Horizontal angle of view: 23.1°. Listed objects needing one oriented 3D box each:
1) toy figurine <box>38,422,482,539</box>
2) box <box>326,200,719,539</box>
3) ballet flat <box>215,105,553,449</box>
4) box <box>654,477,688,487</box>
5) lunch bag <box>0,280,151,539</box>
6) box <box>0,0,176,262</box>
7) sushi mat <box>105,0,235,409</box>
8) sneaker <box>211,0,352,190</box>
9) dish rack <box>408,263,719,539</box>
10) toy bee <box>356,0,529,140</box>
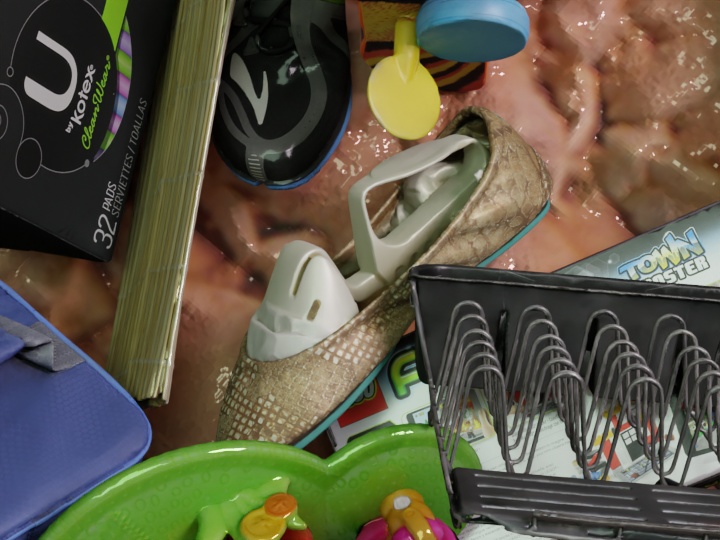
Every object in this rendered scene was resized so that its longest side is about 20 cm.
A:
[{"bbox_3d":[-0.011,0.167,0.638,0.199,0.150,0.184,-21,42,-9],"label":"toy figurine"},{"bbox_3d":[0.089,0.059,0.764,0.199,0.035,0.110,-23,74,4],"label":"box"},{"bbox_3d":[0.000,0.000,0.752,0.200,0.065,0.070,-45,31,-24],"label":"ballet flat"},{"bbox_3d":[0.108,0.194,0.672,0.106,0.122,0.200,40,87,-7],"label":"box"},{"bbox_3d":[-0.180,0.090,0.716,0.136,0.200,0.133,38,129,14],"label":"lunch bag"},{"bbox_3d":[-0.172,-0.123,0.781,0.124,0.148,0.201,8,78,27],"label":"box"},{"bbox_3d":[-0.086,-0.035,0.791,0.012,0.096,0.201,13,78,-20],"label":"sushi mat"},{"bbox_3d":[-0.034,-0.135,0.805,0.070,0.083,0.200,8,79,11],"label":"sneaker"},{"bbox_3d":[0.095,0.049,0.644,0.153,0.200,0.055,3,103,-2],"label":"dish rack"},{"bbox_3d":[0.020,-0.135,0.729,0.108,0.200,0.131,6,53,-7],"label":"toy bee"}]
